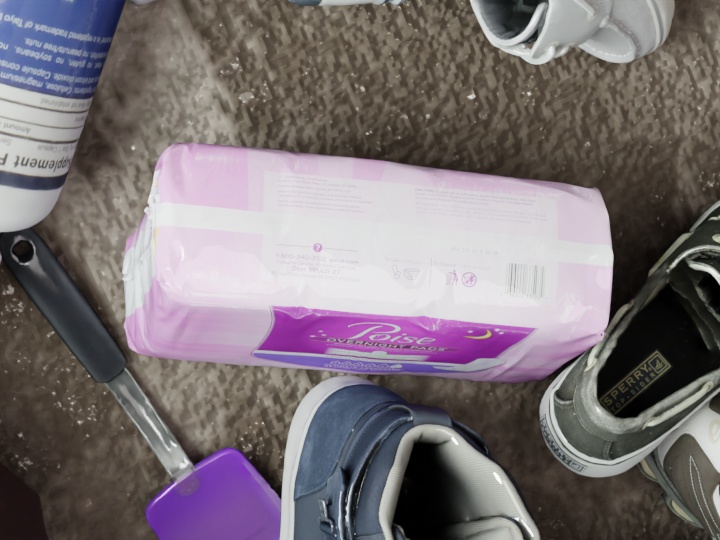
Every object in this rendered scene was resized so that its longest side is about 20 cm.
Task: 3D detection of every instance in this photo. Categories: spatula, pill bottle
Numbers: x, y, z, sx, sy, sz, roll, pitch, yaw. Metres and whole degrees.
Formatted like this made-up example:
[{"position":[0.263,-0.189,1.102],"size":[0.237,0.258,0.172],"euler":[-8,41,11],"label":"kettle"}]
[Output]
[{"position":[-0.103,0.061,0.955],"size":[0.056,0.021,0.200],"euler":[-36,103,-4],"label":"spatula"},{"position":[-0.165,-0.084,0.871],"size":[0.111,0.111,0.201],"euler":[18,101,-13],"label":"pill bottle"}]

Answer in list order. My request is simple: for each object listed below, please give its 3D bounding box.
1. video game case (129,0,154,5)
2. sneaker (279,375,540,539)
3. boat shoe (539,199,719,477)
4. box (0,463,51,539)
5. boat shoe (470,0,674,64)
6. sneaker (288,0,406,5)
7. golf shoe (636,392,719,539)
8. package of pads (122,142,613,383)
[{"position":[-0.036,-0.234,0.921],"size":[0.199,0.023,0.182],"euler":[-20,102,-7],"label":"video game case"},{"position":[0.014,0.152,0.886],"size":[0.077,0.146,0.203],"euler":[-1,93,-24],"label":"sneaker"},{"position":[0.163,0.016,0.945],"size":[0.071,0.064,0.200],"euler":[43,63,7],"label":"boat shoe"},{"position":[-0.252,0.106,0.858],"size":[0.164,0.166,0.200],"euler":[-45,103,-2],"label":"box"},{"position":[0.072,-0.126,0.892],"size":[0.200,0.072,0.069],"euler":[37,70,-57],"label":"boat shoe"},{"position":[-0.016,-0.207,0.880],"size":[0.071,0.073,0.201],"euler":[-13,102,-17],"label":"sneaker"},{"position":[0.215,0.132,0.991],"size":[0.200,0.094,0.078],"euler":[37,85,-16],"label":"golf shoe"},{"position":[0.000,0.000,0.911],"size":[0.199,0.121,0.076],"euler":[5,75,-11],"label":"package of pads"}]
